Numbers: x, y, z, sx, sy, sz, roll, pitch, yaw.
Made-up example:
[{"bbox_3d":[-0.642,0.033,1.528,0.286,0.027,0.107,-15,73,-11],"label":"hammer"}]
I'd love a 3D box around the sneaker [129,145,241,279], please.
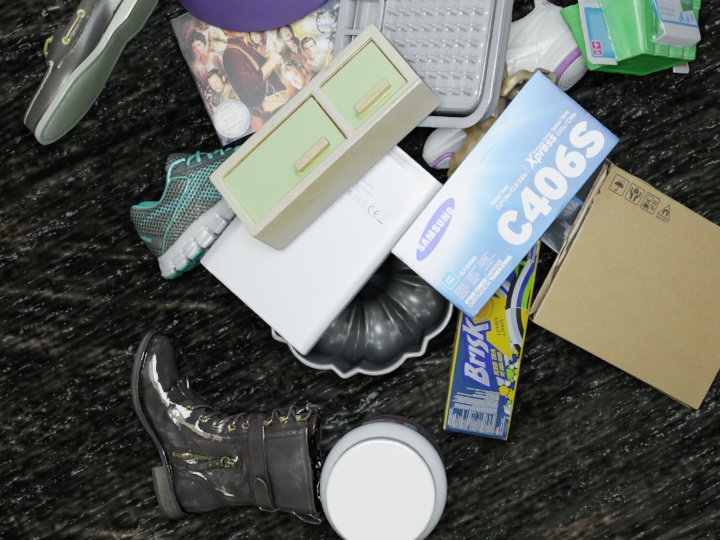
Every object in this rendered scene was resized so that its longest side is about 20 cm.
[{"bbox_3d":[-0.143,-0.086,1.388,0.200,0.078,0.091,-44,88,9],"label":"sneaker"}]

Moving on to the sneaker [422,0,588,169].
[{"bbox_3d":[0.131,-0.178,1.405,0.200,0.075,0.100,-41,67,1],"label":"sneaker"}]

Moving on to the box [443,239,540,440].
[{"bbox_3d":[0.121,0.049,1.349,0.064,0.070,0.202,9,112,2],"label":"box"}]

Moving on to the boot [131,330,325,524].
[{"bbox_3d":[-0.117,0.145,1.372,0.172,0.069,0.202,-9,97,21],"label":"boot"}]

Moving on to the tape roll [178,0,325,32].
[{"bbox_3d":[-0.107,-0.336,1.385,0.198,0.085,0.202,-2,75,8],"label":"tape roll"}]

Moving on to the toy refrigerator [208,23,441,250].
[{"bbox_3d":[-0.032,-0.116,1.285,0.200,0.070,0.076,-42,68,8],"label":"toy refrigerator"}]

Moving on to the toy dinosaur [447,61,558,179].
[{"bbox_3d":[0.124,-0.167,1.324,0.100,0.058,0.202,7,80,28],"label":"toy dinosaur"}]

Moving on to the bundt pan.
[{"bbox_3d":[0.000,0.000,1.385,0.199,0.076,0.204,0,88,7],"label":"bundt pan"}]

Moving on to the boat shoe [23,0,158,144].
[{"bbox_3d":[-0.271,-0.217,1.420,0.060,0.072,0.202,32,82,8],"label":"boat shoe"}]

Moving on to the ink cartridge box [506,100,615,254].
[{"bbox_3d":[0.191,-0.073,1.366,0.199,0.039,0.100,35,97,-15],"label":"ink cartridge box"}]

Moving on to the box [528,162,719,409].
[{"bbox_3d":[0.273,0.017,1.366,0.199,0.021,0.165,27,91,-18],"label":"box"}]

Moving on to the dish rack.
[{"bbox_3d":[0.061,-0.215,1.336,0.199,0.043,0.174,8,89,44],"label":"dish rack"}]

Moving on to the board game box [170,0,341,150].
[{"bbox_3d":[-0.070,-0.221,1.424,0.198,0.035,0.137,-24,86,2],"label":"board game box"}]

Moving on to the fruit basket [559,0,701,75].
[{"bbox_3d":[0.250,-0.286,1.348,0.093,0.184,0.202,-5,89,39],"label":"fruit basket"}]

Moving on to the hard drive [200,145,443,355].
[{"bbox_3d":[-0.036,-0.042,1.339,0.132,0.025,0.200,41,95,8],"label":"hard drive"}]

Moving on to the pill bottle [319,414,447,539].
[{"bbox_3d":[0.022,0.193,1.318,0.114,0.200,0.117,0,87,3],"label":"pill bottle"}]

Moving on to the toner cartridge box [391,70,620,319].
[{"bbox_3d":[0.124,-0.065,1.259,0.095,0.043,0.201,39,94,2],"label":"toner cartridge box"}]
